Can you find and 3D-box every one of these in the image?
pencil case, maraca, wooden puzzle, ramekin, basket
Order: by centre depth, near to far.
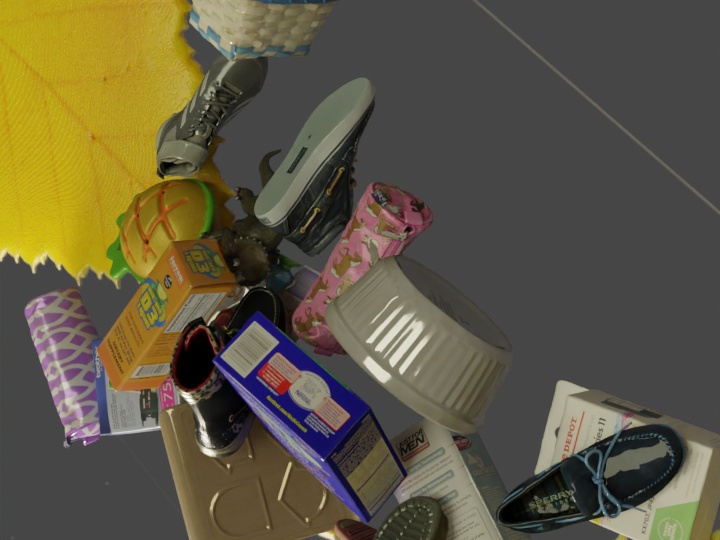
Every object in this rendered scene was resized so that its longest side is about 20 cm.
[{"bbox_3d":[0.069,0.069,1.518,0.202,0.202,0.094,45,103,26],"label":"ramekin"},{"bbox_3d":[0.000,0.000,1.625,0.083,0.086,0.201,37,113,13],"label":"pencil case"},{"bbox_3d":[-0.102,-0.340,1.635,0.139,0.176,0.201,47,126,31],"label":"basket"},{"bbox_3d":[-0.112,0.220,1.672,0.199,0.046,0.186,-14,95,-4],"label":"wooden puzzle"},{"bbox_3d":[-0.243,-0.046,1.780,0.199,0.107,0.138,-3,62,47],"label":"maraca"},{"bbox_3d":[-0.366,0.122,1.887,0.086,0.083,0.201,126,127,-67],"label":"pencil case"}]

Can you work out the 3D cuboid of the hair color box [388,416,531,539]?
[{"bbox_3d":[0.105,0.255,1.570,0.099,0.061,0.201,-36,72,29],"label":"hair color box"}]

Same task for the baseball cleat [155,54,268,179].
[{"bbox_3d":[-0.174,-0.177,1.737,0.200,0.069,0.107,-44,32,36],"label":"baseball cleat"}]

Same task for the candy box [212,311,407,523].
[{"bbox_3d":[-0.047,0.154,1.517,0.077,0.200,0.169,-45,62,-12],"label":"candy box"}]

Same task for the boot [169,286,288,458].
[{"bbox_3d":[-0.138,0.082,1.582,0.073,0.154,0.204,11,62,15],"label":"boot"}]

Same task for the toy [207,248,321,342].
[{"bbox_3d":[-0.133,0.068,1.702,0.115,0.047,0.201,28,86,25],"label":"toy"}]

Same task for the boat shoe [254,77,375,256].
[{"bbox_3d":[-0.031,-0.116,1.658,0.201,0.091,0.071,-54,32,-6],"label":"boat shoe"}]

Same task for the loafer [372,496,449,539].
[{"bbox_3d":[0.046,0.334,1.542,0.075,0.069,0.201,21,89,46],"label":"loafer"}]

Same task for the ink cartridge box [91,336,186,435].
[{"bbox_3d":[-0.265,0.132,1.756,0.199,0.042,0.120,-13,80,47],"label":"ink cartridge box"}]

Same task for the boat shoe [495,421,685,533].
[{"bbox_3d":[0.218,0.211,1.403,0.200,0.068,0.084,-37,73,30],"label":"boat shoe"}]

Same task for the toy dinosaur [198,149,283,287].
[{"bbox_3d":[-0.118,-0.049,1.695,0.102,0.077,0.200,7,51,40],"label":"toy dinosaur"}]

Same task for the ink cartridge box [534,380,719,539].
[{"bbox_3d":[0.255,0.192,1.460,0.199,0.067,0.118,19,102,33],"label":"ink cartridge box"}]

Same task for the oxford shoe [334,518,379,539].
[{"bbox_3d":[0.034,0.356,1.616,0.200,0.071,0.074,43,116,26],"label":"oxford shoe"}]

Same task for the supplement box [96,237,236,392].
[{"bbox_3d":[-0.216,0.051,1.626,0.200,0.069,0.067,-50,57,35],"label":"supplement box"}]
